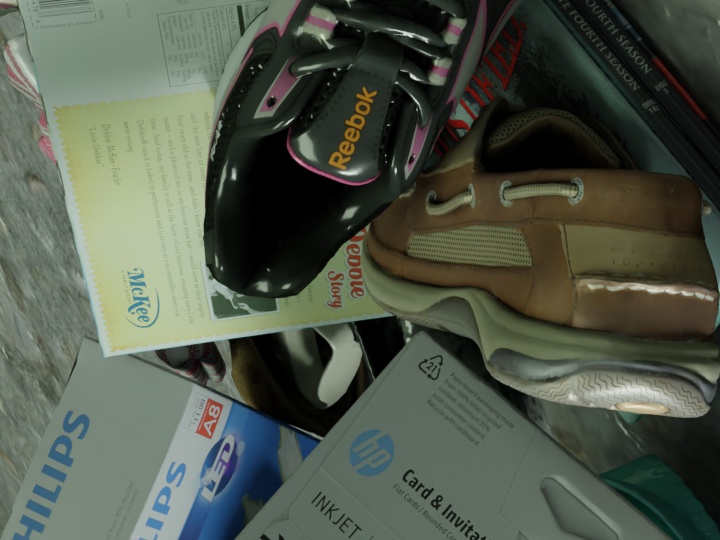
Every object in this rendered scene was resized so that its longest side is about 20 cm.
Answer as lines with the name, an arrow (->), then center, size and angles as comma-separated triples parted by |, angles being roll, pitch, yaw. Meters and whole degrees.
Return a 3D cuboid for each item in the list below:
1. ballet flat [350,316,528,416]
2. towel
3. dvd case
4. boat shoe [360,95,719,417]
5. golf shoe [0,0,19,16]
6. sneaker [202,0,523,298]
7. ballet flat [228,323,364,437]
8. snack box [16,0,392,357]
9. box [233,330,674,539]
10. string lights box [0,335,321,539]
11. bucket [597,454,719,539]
ballet flat -> 0.000, 0.000, 0.881 | 0.201, 0.057, 0.066 | 60, 159, -7
towel -> -0.104, -0.017, 0.995 | 0.147, 0.030, 0.200 | 61, 176, 5
dvd case -> 0.047, -0.057, 0.742 | 0.200, 0.022, 0.146 | 53, 160, 15
boat shoe -> 0.054, -0.013, 0.680 | 0.200, 0.075, 0.072 | -151, 67, -68
golf shoe -> -0.095, -0.115, 0.760 | 0.088, 0.078, 0.199 | -19, 145, 38
sneaker -> 0.009, -0.065, 0.641 | 0.080, 0.087, 0.201 | 19, 133, -6
ballet flat -> -0.033, 0.003, 0.954 | 0.072, 0.068, 0.201 | 36, 154, 35
snack box -> -0.043, -0.051, 0.760 | 0.201, 0.115, 0.037 | 85, 177, -51
box -> 0.009, 0.140, 0.666 | 0.156, 0.200, 0.041 | 39, 177, 30
string lights box -> -0.064, 0.104, 0.957 | 0.059, 0.103, 0.200 | 21, 174, 28
bucket -> 0.076, 0.168, 0.774 | 0.208, 0.134, 0.207 | 63, 175, 9
